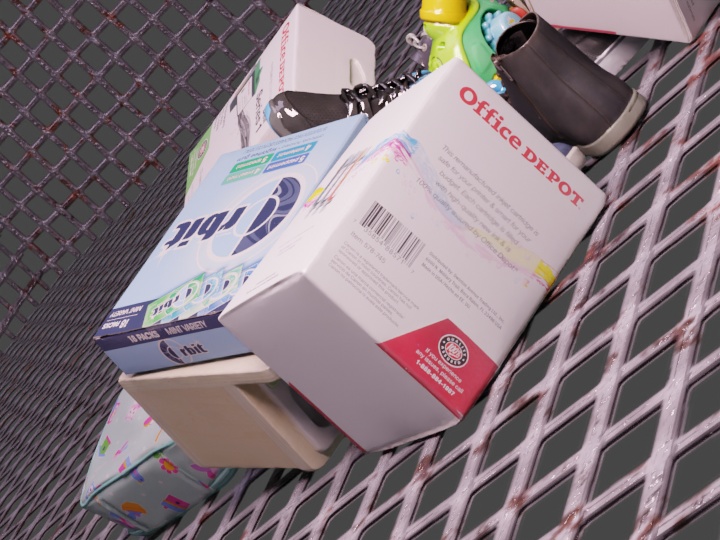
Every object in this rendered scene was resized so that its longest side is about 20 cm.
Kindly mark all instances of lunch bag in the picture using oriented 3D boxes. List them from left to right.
[{"bbox_3d":[-0.152,0.128,1.766,0.200,0.077,0.161,-36,27,44],"label":"lunch bag"}]

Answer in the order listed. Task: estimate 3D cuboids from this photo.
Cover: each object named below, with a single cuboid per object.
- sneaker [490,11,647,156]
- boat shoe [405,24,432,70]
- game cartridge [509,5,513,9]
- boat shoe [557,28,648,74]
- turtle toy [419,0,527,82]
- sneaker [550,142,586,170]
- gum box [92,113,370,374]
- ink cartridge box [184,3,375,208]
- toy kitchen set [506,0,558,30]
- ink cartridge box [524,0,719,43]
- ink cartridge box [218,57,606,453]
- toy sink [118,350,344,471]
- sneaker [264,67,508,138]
[{"bbox_3d":[0.134,-0.139,1.530,0.075,0.106,0.200,-50,11,-11],"label":"sneaker"},{"bbox_3d":[0.067,-0.191,1.853,0.073,0.062,0.201,-65,-9,-74],"label":"boat shoe"},{"bbox_3d":[0.167,-0.226,1.918,0.176,0.032,0.200,-43,15,30],"label":"game cartridge"},{"bbox_3d":[0.230,-0.237,1.620,0.200,0.057,0.069,-51,11,-10],"label":"boat shoe"},{"bbox_3d":[0.105,-0.170,1.736,0.200,0.100,0.147,-48,-37,-75],"label":"turtle toy"},{"bbox_3d":[0.095,-0.074,1.519,0.075,0.084,0.200,-51,11,-15],"label":"sneaker"},{"bbox_3d":[-0.085,-0.019,1.510,0.169,0.045,0.201,-12,36,46],"label":"gum box"},{"bbox_3d":[-0.073,-0.114,1.828,0.200,0.084,0.147,-52,23,32],"label":"ink cartridge box"},{"bbox_3d":[0.162,-0.307,1.724,0.163,0.180,0.200,-49,22,5],"label":"toy kitchen set"},{"bbox_3d":[0.225,-0.273,1.550,0.146,0.083,0.200,12,55,41],"label":"ink cartridge box"},{"bbox_3d":[0.035,-0.008,1.367,0.200,0.145,0.144,-53,12,-27],"label":"ink cartridge box"},{"bbox_3d":[-0.058,0.067,1.518,0.199,0.112,0.131,-8,40,50],"label":"toy sink"},{"bbox_3d":[0.024,-0.127,1.620,0.073,0.198,0.082,-107,28,-54],"label":"sneaker"}]
